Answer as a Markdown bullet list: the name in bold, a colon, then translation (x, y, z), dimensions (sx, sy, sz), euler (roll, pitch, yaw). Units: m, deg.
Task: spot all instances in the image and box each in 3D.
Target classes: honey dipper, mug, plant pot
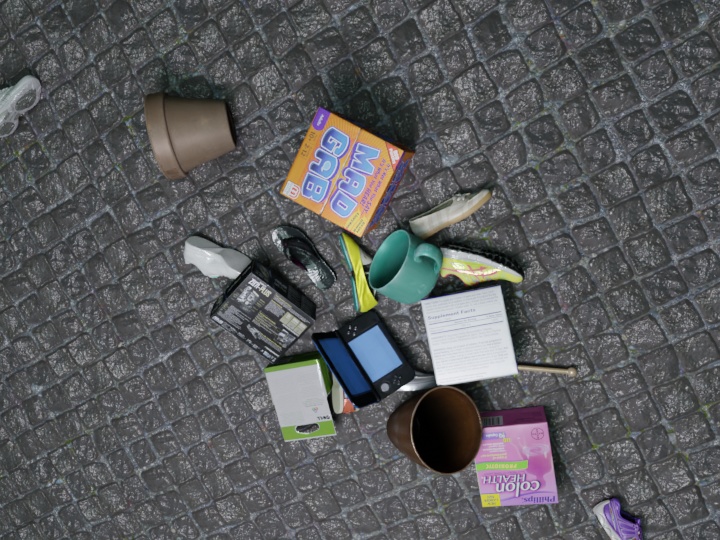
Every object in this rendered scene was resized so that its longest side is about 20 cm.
- **honey dipper**: translation (0.401, 0.227, 1.377), dimensions (0.199, 0.038, 0.038), euler (2, 100, 11)
- **mug**: translation (0.113, 0.003, 1.323), dimensions (0.114, 0.185, 0.152), euler (28, 95, -24)
- **plant pot**: translation (-0.388, -0.325, 1.382), dimensions (0.174, 0.200, 0.201), euler (-10, 98, -3)
- **plant pot**: translation (0.148, 0.367, 1.370), dimensions (0.186, 0.200, 0.188), euler (6, 75, -24)

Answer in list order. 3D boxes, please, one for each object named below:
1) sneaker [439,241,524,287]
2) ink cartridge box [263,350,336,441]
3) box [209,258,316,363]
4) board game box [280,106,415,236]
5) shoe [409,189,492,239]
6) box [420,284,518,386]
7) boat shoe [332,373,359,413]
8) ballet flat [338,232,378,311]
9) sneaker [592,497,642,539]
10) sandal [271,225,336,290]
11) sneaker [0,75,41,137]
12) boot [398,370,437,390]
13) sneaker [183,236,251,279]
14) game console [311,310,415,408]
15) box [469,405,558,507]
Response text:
- **sneaker**: translation (0.273, 0.000, 1.351), dimensions (0.199, 0.078, 0.091), euler (17, 111, 15)
- **ink cartridge box**: translation (-0.143, 0.317, 1.491), dimensions (0.147, 0.076, 0.201), euler (-11, 99, 13)
- **box**: translation (-0.234, 0.100, 1.433), dimensions (0.200, 0.086, 0.164), euler (39, 107, -19)
- **board game box**: translation (-0.022, -0.218, 1.303), dimensions (0.199, 0.200, 0.200), euler (29, 105, 6)
- **shoe**: translation (0.202, -0.136, 1.337), dimensions (0.200, 0.070, 0.053), euler (-29, 101, 18)
- **box**: translation (0.248, 0.146, 1.342), dimensions (0.183, 0.105, 0.201), euler (-11, 86, 14)
- **boat shoe**: translation (-0.033, 0.253, 1.462), dimensions (0.062, 0.071, 0.201), euler (1, 86, -25)
- **ballet flat**: translation (0.000, 0.000, 1.416), dimensions (0.067, 0.067, 0.201), euler (-14, 100, -7)
- **sneaker**: translation (0.634, 0.625, 1.380), dimensions (0.083, 0.081, 0.200), euler (-36, 91, 10)
- **sandal**: translation (-0.137, -0.034, 1.439), dimensions (0.200, 0.048, 0.075), euler (44, 106, 1)
- **sneaker**: translation (-0.911, -0.442, 1.519), dimensions (0.200, 0.078, 0.099), euler (-40, 87, 15)
- **boot**: translation (0.091, 0.239, 1.430), dimensions (0.199, 0.074, 0.096), euler (-2, 87, 2)
- **sneaker**: translation (-0.353, -0.010, 1.488), dimensions (0.200, 0.075, 0.089), euler (26, 122, 6)
- **game console**: translation (0.010, 0.197, 1.357), dimensions (0.170, 0.118, 0.200), euler (-31, 72, -10)
- **box**: translation (0.360, 0.439, 1.393), dimensions (0.175, 0.097, 0.201), euler (-8, 99, 13)
